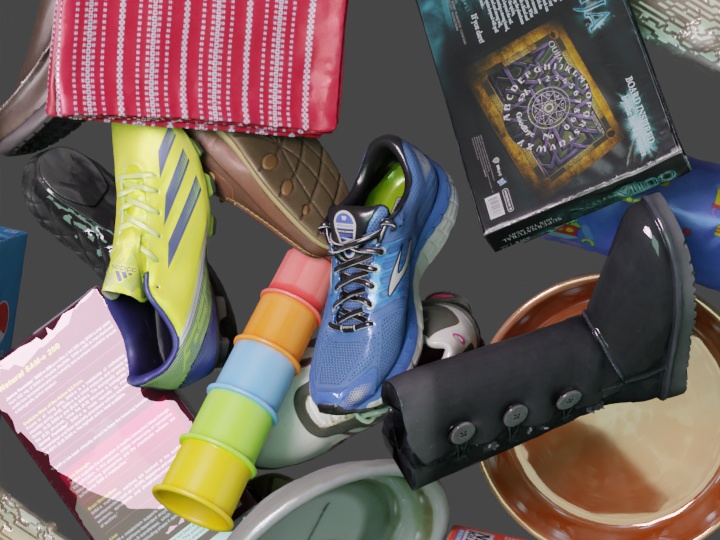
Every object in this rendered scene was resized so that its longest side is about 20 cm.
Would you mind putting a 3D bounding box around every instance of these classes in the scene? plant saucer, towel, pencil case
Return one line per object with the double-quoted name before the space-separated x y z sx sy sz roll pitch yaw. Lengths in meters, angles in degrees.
"plant saucer" 0.175 0.099 1.361 0.199 0.032 0.202 1 98 10
"towel" -0.100 -0.162 1.294 0.199 0.022 0.146 2 102 -24
"pencil case" 0.180 -0.040 1.316 0.199 0.078 0.087 14 126 8
"plant saucer" -0.034 0.192 1.354 0.200 0.200 0.050 -49 53 13

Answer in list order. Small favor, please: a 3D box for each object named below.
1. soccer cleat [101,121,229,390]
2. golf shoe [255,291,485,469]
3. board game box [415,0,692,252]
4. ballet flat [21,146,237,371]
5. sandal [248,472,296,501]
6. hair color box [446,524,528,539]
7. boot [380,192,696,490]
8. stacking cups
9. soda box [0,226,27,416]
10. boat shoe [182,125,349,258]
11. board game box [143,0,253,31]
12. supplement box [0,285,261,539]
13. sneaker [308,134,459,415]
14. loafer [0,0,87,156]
"soccer cleat" -0.140 -0.018 1.331 0.064 0.083 0.201 -3 99 45
"golf shoe" -0.011 0.078 1.365 0.199 0.088 0.077 -31 93 14
"board game box" 0.120 -0.122 1.283 0.135 0.028 0.201 -22 56 13
"ballet flat" -0.159 -0.009 1.406 0.200 0.057 0.066 48 64 -1
"sandal" -0.114 0.222 1.425 0.200 0.054 0.080 -41 82 -2
"hair color box" 0.148 0.254 1.373 0.199 0.064 0.112 10 101 10
"boot" 0.107 0.046 1.255 0.199 0.066 0.165 -15 130 -8
"stacking cups" -0.070 0.074 1.340 0.060 0.061 0.201 24 69 6
"soda box" -0.291 0.067 1.424 0.064 0.068 0.201 12 100 9
"boat shoe" -0.085 -0.082 1.370 0.200 0.072 0.068 45 131 4
"board game box" -0.104 -0.273 1.323 0.151 0.037 0.201 -19 94 -18
"supplement box" -0.163 0.124 1.385 0.109 0.061 0.200 -36 81 -3
"sneaker" 0.000 0.000 1.306 0.078 0.089 0.201 -2 60 32
"loafer" -0.193 -0.165 1.377 0.071 0.073 0.200 40 93 7
